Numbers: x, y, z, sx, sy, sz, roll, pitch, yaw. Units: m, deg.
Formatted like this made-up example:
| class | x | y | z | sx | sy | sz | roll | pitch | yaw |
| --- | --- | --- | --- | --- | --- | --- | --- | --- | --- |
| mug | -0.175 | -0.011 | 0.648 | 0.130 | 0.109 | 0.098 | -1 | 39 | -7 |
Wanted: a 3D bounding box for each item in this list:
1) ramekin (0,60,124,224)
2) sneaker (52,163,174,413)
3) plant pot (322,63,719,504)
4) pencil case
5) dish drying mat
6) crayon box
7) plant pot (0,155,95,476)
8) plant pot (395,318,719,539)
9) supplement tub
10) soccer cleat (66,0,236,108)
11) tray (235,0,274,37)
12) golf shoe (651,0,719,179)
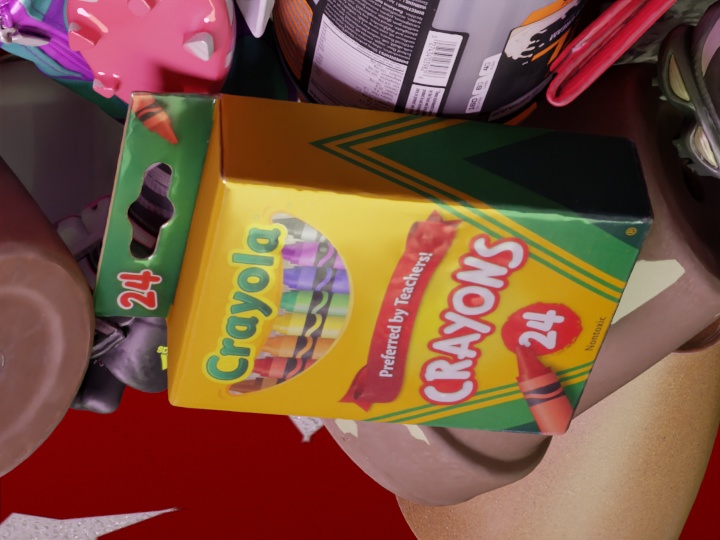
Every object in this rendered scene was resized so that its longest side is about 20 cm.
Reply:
| class | x | y | z | sx | sy | sz | roll | pitch | yaw |
| --- | --- | --- | --- | --- | --- | --- | --- | --- | --- |
| ramekin | -0.148 | -0.015 | 1.138 | 0.199 | 0.098 | 0.201 | -3 | 158 | -1 |
| sneaker | -0.079 | 0.004 | 0.969 | 0.073 | 0.088 | 0.200 | 13 | 150 | -38 |
| plant pot | 0.077 | -0.013 | 1.044 | 0.174 | 0.201 | 0.200 | -24 | 150 | 28 |
| pencil case | -0.105 | -0.104 | 0.942 | 0.085 | 0.093 | 0.200 | -16 | 155 | 25 |
| dish drying mat | 0.111 | -0.106 | 0.894 | 0.077 | 0.018 | 0.200 | -44 | 179 | 17 |
| crayon box | 0.000 | 0.000 | 0.892 | 0.199 | 0.051 | 0.127 | 5 | 135 | -11 |
| plant pot | -0.205 | 0.004 | 0.931 | 0.174 | 0.201 | 0.200 | 33 | -178 | 37 |
| plant pot | 0.133 | 0.069 | 1.304 | 0.185 | 0.187 | 0.200 | 5 | 142 | -18 |
| supplement tub | 0.030 | -0.123 | 0.877 | 0.122 | 0.123 | 0.200 | 0 | 158 | -8 |
| soccer cleat | -0.078 | -0.137 | 0.827 | 0.066 | 0.077 | 0.200 | 6 | 144 | 14 |
| tray | -0.041 | -0.172 | 0.787 | 0.022 | 0.108 | 0.200 | -22 | 162 | -16 |
| golf shoe | 0.203 | -0.026 | 0.956 | 0.200 | 0.078 | 0.094 | 54 | 151 | -17 |
